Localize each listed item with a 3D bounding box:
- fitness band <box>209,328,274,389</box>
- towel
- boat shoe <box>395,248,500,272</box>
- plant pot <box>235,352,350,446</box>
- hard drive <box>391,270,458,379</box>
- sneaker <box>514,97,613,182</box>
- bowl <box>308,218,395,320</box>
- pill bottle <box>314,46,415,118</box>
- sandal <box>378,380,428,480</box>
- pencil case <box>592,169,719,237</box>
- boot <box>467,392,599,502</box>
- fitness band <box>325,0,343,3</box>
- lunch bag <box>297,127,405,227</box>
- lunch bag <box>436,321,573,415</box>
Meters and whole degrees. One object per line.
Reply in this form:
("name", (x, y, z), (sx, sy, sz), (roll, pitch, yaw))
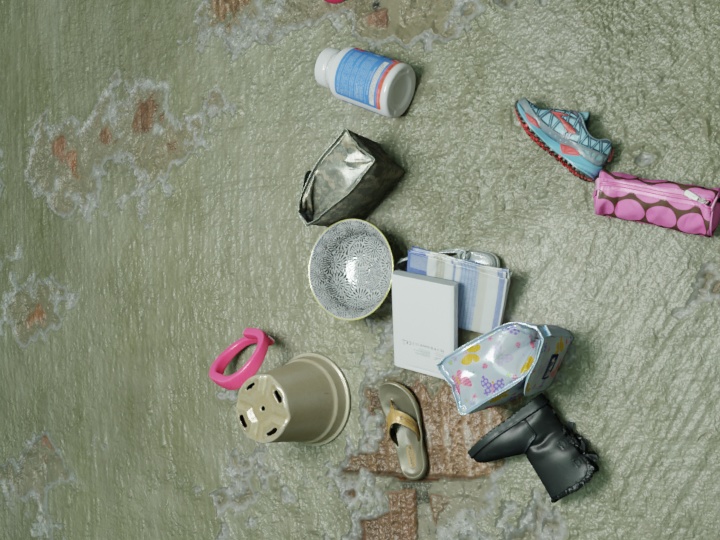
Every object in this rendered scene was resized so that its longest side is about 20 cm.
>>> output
("fitness band", (-0.263, 0.192, 1.477), (0.144, 0.037, 0.200), (-52, 22, -21))
("towel", (0.179, 0.039, 1.266), (0.199, 0.024, 0.148), (15, 122, 22))
("boat shoe", (0.167, -0.005, 1.296), (0.201, 0.065, 0.075), (3, 88, 31))
("plant pot", (-0.151, 0.275, 1.395), (0.199, 0.183, 0.202), (-3, 85, 30))
("hard drive", (0.123, 0.105, 1.290), (0.131, 0.027, 0.202), (11, 118, 30))
("sneaker", (0.364, -0.251, 1.202), (0.096, 0.079, 0.200), (-47, 74, 9))
("bowl", (0.000, 0.000, 1.377), (0.199, 0.094, 0.203), (-2, 86, 30))
("pill bottle", (0.005, -0.395, 1.390), (0.199, 0.112, 0.113), (27, 100, 28))
("sandal", (0.082, 0.315, 1.330), (0.080, 0.054, 0.202), (-20, 77, 28))
("pencil case", (0.481, -0.116, 1.103), (0.199, 0.093, 0.092), (13, 94, 31))
("boot", (0.306, 0.332, 1.192), (0.198, 0.073, 0.163), (-43, 71, 20))
("fitness band", (-0.054, -0.692, 1.488), (0.143, 0.037, 0.202), (-15, 78, 29))
("lunch bag", (-0.031, -0.170, 1.366), (0.118, 0.164, 0.200), (47, 109, 18))
("lunch bag", (0.262, 0.161, 1.168), (0.200, 0.169, 0.128), (-36, 69, 23))
